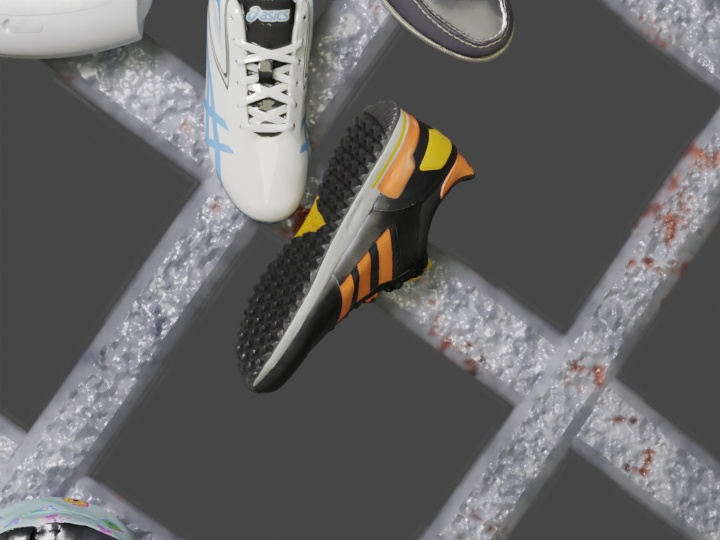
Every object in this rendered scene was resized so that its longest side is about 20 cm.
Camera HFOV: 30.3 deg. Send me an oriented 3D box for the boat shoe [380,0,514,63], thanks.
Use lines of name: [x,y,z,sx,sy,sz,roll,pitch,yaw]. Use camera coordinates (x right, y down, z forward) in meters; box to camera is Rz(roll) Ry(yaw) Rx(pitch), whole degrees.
boat shoe: [0.029,-0.216,0.834,0.072,0.063,0.201,-37,93,-3]

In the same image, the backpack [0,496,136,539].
backpack: [-0.191,0.239,0.793,0.165,0.126,0.203,3,90,-16]

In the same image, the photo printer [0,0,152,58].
photo printer: [-0.205,-0.232,0.812,0.164,0.069,0.203,1,91,-5]

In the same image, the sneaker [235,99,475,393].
sneaker: [0.000,0.000,0.833,0.089,0.070,0.201,26,98,-27]

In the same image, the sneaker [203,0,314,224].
sneaker: [-0.062,-0.130,0.825,0.071,0.072,0.203,-1,92,-6]
